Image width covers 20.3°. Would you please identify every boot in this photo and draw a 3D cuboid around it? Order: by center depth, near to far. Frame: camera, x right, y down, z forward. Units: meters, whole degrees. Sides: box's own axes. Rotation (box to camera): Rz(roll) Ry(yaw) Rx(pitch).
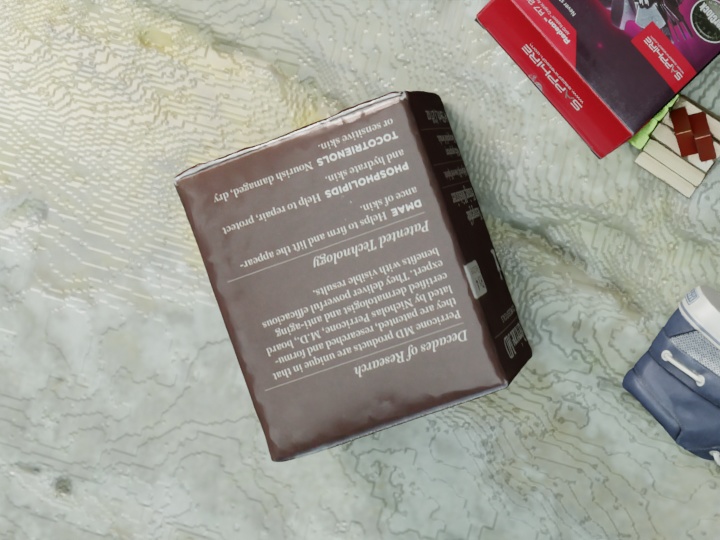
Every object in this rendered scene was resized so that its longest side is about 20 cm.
[{"bbox_3d":[0.276,0.106,1.350,0.200,0.073,0.090,42,109,12],"label":"boot"}]

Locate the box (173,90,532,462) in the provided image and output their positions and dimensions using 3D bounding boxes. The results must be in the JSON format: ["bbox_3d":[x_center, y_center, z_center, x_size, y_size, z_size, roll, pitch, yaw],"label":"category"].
[{"bbox_3d":[0.000,0.000,1.338,0.164,0.166,0.200,-20,91,11],"label":"box"}]

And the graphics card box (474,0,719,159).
[{"bbox_3d":[0.186,-0.182,1.293,0.200,0.051,0.125,-42,90,-24],"label":"graphics card box"}]

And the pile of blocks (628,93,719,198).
[{"bbox_3d":[0.178,-0.139,1.346,0.082,0.062,0.200,-31,88,11],"label":"pile of blocks"}]
